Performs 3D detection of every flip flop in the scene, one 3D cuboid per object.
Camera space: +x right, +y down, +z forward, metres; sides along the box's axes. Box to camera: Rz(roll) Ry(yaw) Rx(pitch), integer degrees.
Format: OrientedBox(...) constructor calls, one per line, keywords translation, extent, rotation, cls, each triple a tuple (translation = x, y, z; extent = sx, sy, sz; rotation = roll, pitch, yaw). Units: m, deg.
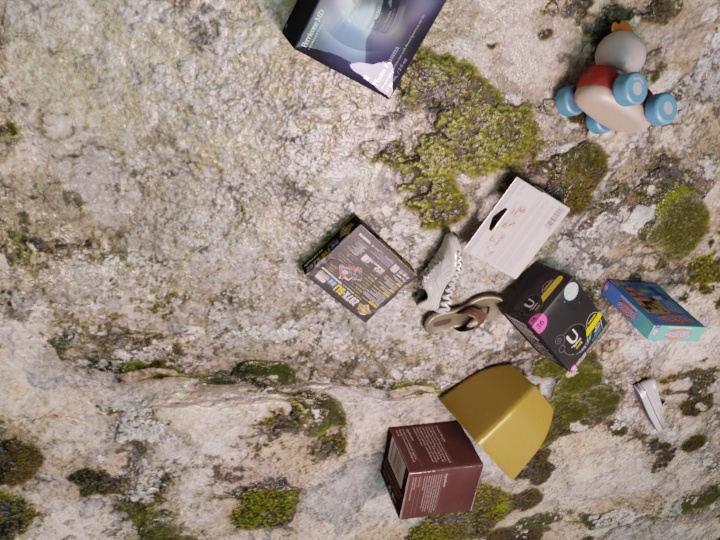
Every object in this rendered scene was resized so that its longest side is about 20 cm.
OrientedBox(translation=(0.245, 0.111, 1.687), extent=(0.199, 0.058, 0.081), rotation=(-13, 124, -10), cls="flip flop")

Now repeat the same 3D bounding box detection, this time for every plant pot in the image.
OrientedBox(translation=(0.357, 0.354, 1.801), extent=(0.200, 0.194, 0.196), rotation=(-41, 124, -2), cls="plant pot")

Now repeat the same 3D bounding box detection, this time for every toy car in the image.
OrientedBox(translation=(0.518, -0.391, 1.430), extent=(0.177, 0.184, 0.201), rotation=(20, 84, -28), cls="toy car")

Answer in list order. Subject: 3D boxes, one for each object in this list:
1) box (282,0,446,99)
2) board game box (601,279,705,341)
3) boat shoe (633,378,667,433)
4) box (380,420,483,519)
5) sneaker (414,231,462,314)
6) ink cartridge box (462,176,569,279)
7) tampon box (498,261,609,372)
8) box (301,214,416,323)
OrientedBox(translation=(0.004, -0.433, 1.234), extent=(0.198, 0.123, 0.200), rotation=(21, 112, -26), cls="box")
OrientedBox(translation=(0.697, 0.094, 1.739), extent=(0.152, 0.200, 0.045), rotation=(4, 119, -20), cls="board game box")
OrientedBox(translation=(0.827, 0.380, 2.035), extent=(0.065, 0.074, 0.200), rotation=(-30, 126, 7), cls="boat shoe")
OrientedBox(translation=(0.176, 0.503, 1.840), extent=(0.199, 0.166, 0.165), rotation=(-1, 120, -17), cls="box")
OrientedBox(translation=(0.172, 0.007, 1.595), extent=(0.081, 0.075, 0.200), rotation=(5, 119, -11), cls="sneaker")
OrientedBox(translation=(0.335, -0.098, 1.595), extent=(0.176, 0.045, 0.200), rotation=(25, 110, -30), cls="ink cartridge box")
OrientedBox(translation=(0.451, 0.108, 1.690), extent=(0.150, 0.126, 0.200), rotation=(-50, 123, -6), cls="tampon box")
OrientedBox(translation=(0.000, 0.000, 1.544), extent=(0.160, 0.049, 0.200), rotation=(-42, 124, 13), cls="box")
